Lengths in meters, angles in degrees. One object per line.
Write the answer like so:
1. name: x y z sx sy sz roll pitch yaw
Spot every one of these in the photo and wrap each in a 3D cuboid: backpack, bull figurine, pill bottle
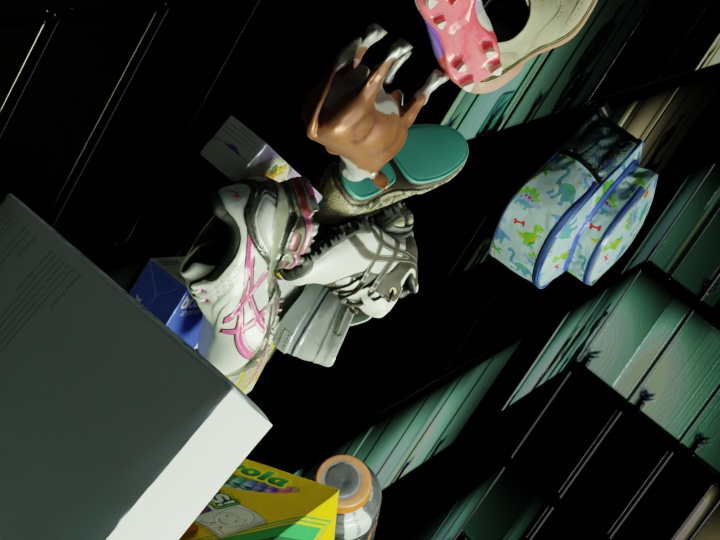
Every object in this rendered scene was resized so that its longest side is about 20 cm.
1. backpack: 0.264 -0.072 2.359 0.200 0.147 0.183 -41 160 -27
2. bull figurine: 0.009 -0.134 1.598 0.122 0.065 0.200 -56 166 4
3. pill bottle: -0.028 0.303 2.442 0.106 0.106 0.200 -45 164 -23

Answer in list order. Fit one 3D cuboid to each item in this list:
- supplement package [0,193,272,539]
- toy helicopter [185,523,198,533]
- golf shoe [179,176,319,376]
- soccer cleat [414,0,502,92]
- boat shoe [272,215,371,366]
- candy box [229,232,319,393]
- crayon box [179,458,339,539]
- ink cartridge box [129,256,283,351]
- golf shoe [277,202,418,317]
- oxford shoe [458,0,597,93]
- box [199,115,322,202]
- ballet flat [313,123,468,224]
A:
1. supplement package: -0.200 0.099 1.246 0.191 0.200 0.147 -50 165 -5
2. toy helicopter: -0.199 0.171 1.565 0.199 0.079 0.133 -14 108 -20
3. golf shoe: -0.102 0.004 1.473 0.092 0.073 0.201 -1 134 -25
4. soccer cleat: 0.071 -0.230 1.585 0.066 0.077 0.200 -29 145 -4
5. boat shoe: -0.017 0.026 1.826 0.200 0.067 0.074 -56 176 -45
6. candy box: -0.099 0.056 1.791 0.102 0.026 0.201 -41 162 -55
7. crayon box: -0.147 0.219 1.692 0.172 0.199 0.059 -31 131 -55
8. ink cartridge box: -0.140 0.037 1.589 0.094 0.044 0.200 -57 164 12
9. golf shoe: 0.000 0.000 1.735 0.077 0.095 0.200 -16 -178 35
10. oxford shoe: 0.165 -0.246 1.794 0.200 0.071 0.074 -46 162 -23
11. box: -0.076 -0.075 1.524 0.039 0.041 0.200 -50 166 0
12. ballet flat: 0.017 -0.086 1.763 0.075 0.068 0.200 -36 173 41
